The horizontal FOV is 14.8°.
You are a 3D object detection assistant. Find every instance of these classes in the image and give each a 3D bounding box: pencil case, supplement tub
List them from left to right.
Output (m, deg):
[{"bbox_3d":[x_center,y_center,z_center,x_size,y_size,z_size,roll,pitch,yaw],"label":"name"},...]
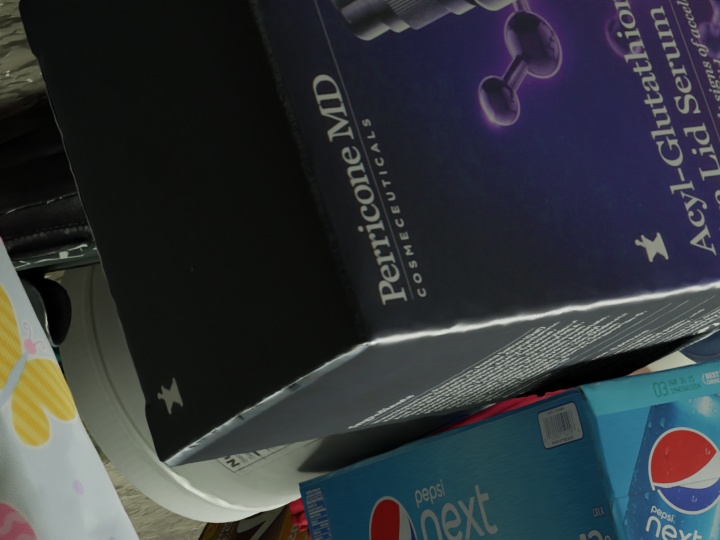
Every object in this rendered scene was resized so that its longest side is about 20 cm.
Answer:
[{"bbox_3d":[-0.131,0.046,0.840,0.090,0.201,0.083,-29,172,36],"label":"pencil case"},{"bbox_3d":[0.000,0.000,1.007,0.199,0.133,0.131,-28,166,38],"label":"supplement tub"}]

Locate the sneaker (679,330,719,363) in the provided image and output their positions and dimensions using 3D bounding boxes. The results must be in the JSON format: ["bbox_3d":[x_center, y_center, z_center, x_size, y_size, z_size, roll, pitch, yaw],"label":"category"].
[{"bbox_3d":[0.126,-0.061,0.911,0.082,0.070,0.201,3,113,-37],"label":"sneaker"}]

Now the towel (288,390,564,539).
[{"bbox_3d":[0.045,0.013,1.113,0.144,0.022,0.201,-27,-150,32],"label":"towel"}]

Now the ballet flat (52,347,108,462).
[{"bbox_3d":[-0.044,0.036,1.248,0.199,0.071,0.071,-19,169,0],"label":"ballet flat"}]

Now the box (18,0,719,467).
[{"bbox_3d":[0.022,-0.039,0.816,0.199,0.149,0.104,-10,165,-41],"label":"box"}]

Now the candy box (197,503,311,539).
[{"bbox_3d":[-0.006,0.105,1.187,0.200,0.055,0.116,-33,-157,52],"label":"candy box"}]

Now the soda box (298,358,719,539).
[{"bbox_3d":[0.056,0.080,0.926,0.067,0.065,0.200,-10,173,-29],"label":"soda box"}]

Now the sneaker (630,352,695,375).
[{"bbox_3d":[0.143,0.033,1.069,0.071,0.093,0.200,-58,180,-16],"label":"sneaker"}]

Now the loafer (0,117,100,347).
[{"bbox_3d":[-0.119,-0.006,0.921,0.199,0.071,0.068,-20,178,7],"label":"loafer"}]
